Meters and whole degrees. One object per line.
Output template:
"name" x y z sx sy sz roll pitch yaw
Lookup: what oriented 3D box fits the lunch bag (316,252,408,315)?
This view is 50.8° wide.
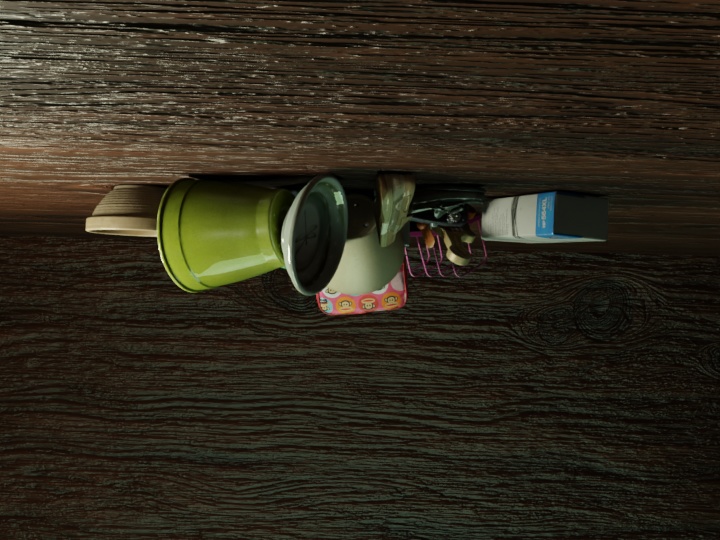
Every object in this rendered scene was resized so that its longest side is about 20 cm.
"lunch bag" 0.000 0.000 1.611 0.200 0.176 0.082 -5 -154 1

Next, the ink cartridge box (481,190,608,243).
"ink cartridge box" 0.351 -0.098 1.461 0.146 0.084 0.200 3 179 -32

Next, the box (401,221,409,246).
"box" 0.018 -0.100 1.719 0.176 0.097 0.200 0 180 -1

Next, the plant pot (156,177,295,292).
"plant pot" -0.205 -0.067 1.292 0.193 0.201 0.200 -3 177 21

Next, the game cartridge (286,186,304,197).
"game cartridge" -0.129 -0.093 1.443 0.200 0.130 0.038 0 -157 47

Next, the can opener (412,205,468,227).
"can opener" 0.119 -0.116 1.451 0.200 0.063 0.079 2 180 -26

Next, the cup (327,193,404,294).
"cup" -0.011 -0.071 1.486 0.200 0.200 0.143 2 155 2

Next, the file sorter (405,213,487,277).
"file sorter" 0.188 -0.057 1.854 0.139 0.126 0.200 -26 -163 -40

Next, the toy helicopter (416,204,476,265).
"toy helicopter" 0.170 -0.074 1.503 0.132 0.079 0.200 16 -151 -16

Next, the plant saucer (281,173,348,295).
"plant saucer" -0.083 -0.061 1.240 0.050 0.200 0.200 11 -177 22

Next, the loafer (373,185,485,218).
"loafer" 0.122 -0.117 1.351 0.200 0.063 0.072 1 179 14

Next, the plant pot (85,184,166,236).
"plant pot" -0.432 -0.117 1.487 0.201 0.093 0.201 1 179 0

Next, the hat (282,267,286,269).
"hat" -0.119 -0.100 1.686 0.165 0.176 0.200 -3 -161 -27

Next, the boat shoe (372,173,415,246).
"boat shoe" 0.059 -0.097 1.270 0.064 0.071 0.200 -9 159 -5
